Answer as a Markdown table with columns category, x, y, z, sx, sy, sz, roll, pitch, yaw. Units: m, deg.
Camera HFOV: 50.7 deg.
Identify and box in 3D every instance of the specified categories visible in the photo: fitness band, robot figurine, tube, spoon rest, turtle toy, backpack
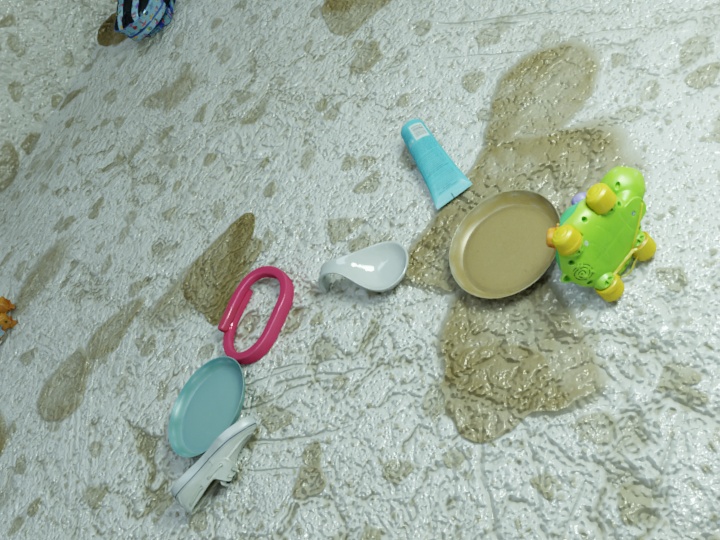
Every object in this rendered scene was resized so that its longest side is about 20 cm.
| category | x | y | z | sx | sy | sz | roll | pitch | yaw |
| --- | --- | --- | --- | --- | --- | --- | --- | --- | --- |
| fitness band | -0.206 | 0.087 | 1.498 | 0.142 | 0.037 | 0.203 | 10 | 69 | 38 |
| robot figurine | -1.020 | 0.172 | 2.054 | 0.200 | 0.058 | 0.146 | -42 | 44 | 6 |
| tube | 0.135 | -0.204 | 1.421 | 0.077 | 0.050 | 0.202 | -38 | 50 | 16 |
| spoon rest | 0.000 | 0.000 | 1.376 | 0.197 | 0.061 | 0.101 | -12 | 55 | 33 |
| turtle toy | 0.351 | -0.063 | 1.106 | 0.201 | 0.145 | 0.101 | -50 | 23 | -3 |
| backpack | -0.683 | -0.809 | 2.392 | 0.180 | 0.134 | 0.203 | -21 | 50 | 25 |

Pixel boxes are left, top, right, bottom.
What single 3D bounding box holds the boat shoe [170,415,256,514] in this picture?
| category | x | y | z | sx | sy | sz | roll | pitch | yaw |
| --- | --- | --- | --- | --- | --- | --- | --- | --- | --- |
| boat shoe | -0.246 | 0.347 | 1.341 | 0.200 | 0.071 | 0.070 | -45 | 72 | -1 |

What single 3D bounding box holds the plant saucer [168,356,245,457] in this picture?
| category | x | y | z | sx | sy | sz | roll | pitch | yaw |
| --- | --- | --- | --- | --- | --- | --- | --- | --- | --- |
| plant saucer | -0.285 | 0.260 | 1.436 | 0.198 | 0.027 | 0.203 | -26 | 44 | 28 |

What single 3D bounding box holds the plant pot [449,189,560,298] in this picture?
| category | x | y | z | sx | sy | sz | roll | pitch | yaw |
| --- | --- | --- | --- | --- | --- | --- | --- | --- | --- |
| plant pot | 0.238 | -0.040 | 1.242 | 0.197 | 0.027 | 0.203 | -20 | 50 | 26 |
